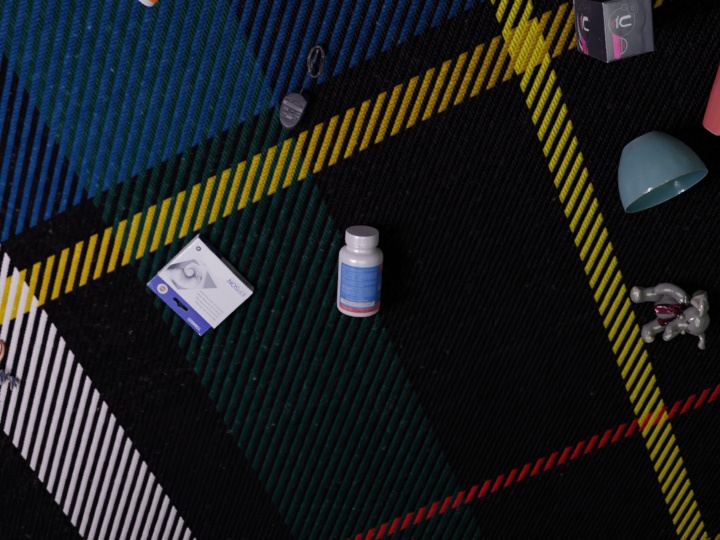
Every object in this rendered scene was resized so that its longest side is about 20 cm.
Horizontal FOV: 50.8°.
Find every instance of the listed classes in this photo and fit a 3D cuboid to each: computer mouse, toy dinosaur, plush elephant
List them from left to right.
[{"bbox_3d":[-0.982,0.295,1.968,0.178,0.105,0.205,-8,75,14],"label":"toy dinosaur"},{"bbox_3d":[-0.130,-0.417,1.734,0.058,0.034,0.203,29,103,4],"label":"computer mouse"},{"bbox_3d":[0.809,0.118,1.919,0.196,0.155,0.168,-15,112,4],"label":"plush elephant"}]

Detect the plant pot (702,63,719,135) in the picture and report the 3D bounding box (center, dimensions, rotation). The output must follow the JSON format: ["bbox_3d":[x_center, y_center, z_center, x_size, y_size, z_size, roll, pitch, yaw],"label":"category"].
[{"bbox_3d":[0.882,-0.388,1.717,0.196,0.202,0.180,13,121,-8],"label":"plant pot"}]

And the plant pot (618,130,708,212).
[{"bbox_3d":[0.684,-0.243,1.772,0.197,0.200,0.137,-23,74,6],"label":"plant pot"}]

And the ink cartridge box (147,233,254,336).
[{"bbox_3d":[-0.402,0.045,1.894,0.199,0.041,0.200,-41,108,13],"label":"ink cartridge box"}]

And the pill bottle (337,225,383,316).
[{"bbox_3d":[0.000,0.000,1.858,0.110,0.113,0.204,2,113,-3],"label":"pill bottle"}]

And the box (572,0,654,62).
[{"bbox_3d":[0.538,-0.530,1.626,0.104,0.201,0.125,-13,112,2],"label":"box"}]

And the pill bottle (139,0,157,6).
[{"bbox_3d":[-0.405,-0.658,1.576,0.199,0.113,0.113,-36,109,12],"label":"pill bottle"}]
